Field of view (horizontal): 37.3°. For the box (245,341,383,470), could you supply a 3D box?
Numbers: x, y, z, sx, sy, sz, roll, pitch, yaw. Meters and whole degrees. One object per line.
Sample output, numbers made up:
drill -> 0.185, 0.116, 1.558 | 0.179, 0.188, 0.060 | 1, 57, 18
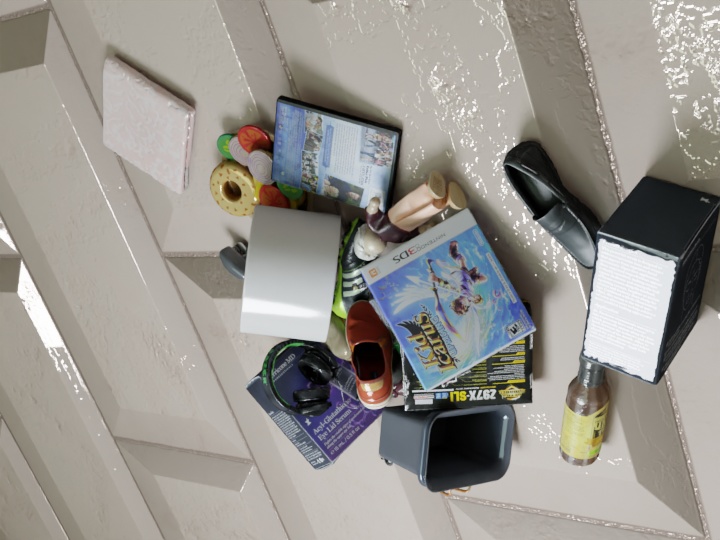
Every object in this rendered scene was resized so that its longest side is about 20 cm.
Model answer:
box -> -0.079, 0.223, 1.870 | 0.200, 0.148, 0.104 | 48, 154, -1

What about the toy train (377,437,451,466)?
toy train -> 0.099, 0.311, 1.883 | 0.199, 0.034, 0.046 | -21, 102, 47

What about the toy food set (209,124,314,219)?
toy food set -> -0.160, -0.146, 1.751 | 0.199, 0.049, 0.199 | 35, 137, 16

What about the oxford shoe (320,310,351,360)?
oxford shoe -> -0.083, 0.089, 1.802 | 0.200, 0.074, 0.071 | 40, 126, 35

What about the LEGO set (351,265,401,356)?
LEGO set -> 0.095, 0.048, 1.655 | 0.153, 0.116, 0.200 | -34, 114, 20

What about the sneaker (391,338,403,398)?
sneaker -> 0.058, 0.170, 1.756 | 0.116, 0.076, 0.200 | 48, 176, -18

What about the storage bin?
storage bin -> 0.129, 0.275, 1.706 | 0.134, 0.199, 0.147 | 11, 99, 48

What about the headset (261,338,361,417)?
headset -> -0.067, 0.185, 1.776 | 0.199, 0.125, 0.094 | 22, 157, -30

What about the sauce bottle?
sauce bottle -> 0.332, 0.200, 1.573 | 0.064, 0.065, 0.201 | 22, 134, 27

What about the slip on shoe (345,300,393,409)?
slip on shoe -> 0.013, 0.118, 1.652 | 0.073, 0.201, 0.061 | -10, 136, 4

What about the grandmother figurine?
grandmother figurine -> 0.058, -0.074, 1.581 | 0.121, 0.061, 0.200 | 32, 136, -23

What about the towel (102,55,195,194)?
towel -> -0.372, -0.253, 1.868 | 0.199, 0.032, 0.192 | 33, 137, 18

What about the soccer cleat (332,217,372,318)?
soccer cleat -> 0.000, 0.000, 1.721 | 0.080, 0.068, 0.201 | 16, 132, 7

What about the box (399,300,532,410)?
box -> 0.158, 0.129, 1.602 | 0.198, 0.049, 0.161 | -4, 122, 3

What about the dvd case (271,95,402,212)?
dvd case -> -0.039, -0.173, 1.608 | 0.199, 0.018, 0.144 | 18, 125, 14

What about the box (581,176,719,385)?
box -> 0.363, 0.012, 1.340 | 0.106, 0.148, 0.201 | 21, 132, 27

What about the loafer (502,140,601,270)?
loafer -> 0.257, -0.078, 1.423 | 0.201, 0.070, 0.068 | 53, 139, -5

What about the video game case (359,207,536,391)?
video game case -> 0.123, 0.042, 1.526 | 0.201, 0.180, 0.045 | 61, 180, 8

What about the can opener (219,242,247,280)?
can opener -> -0.177, 0.038, 1.884 | 0.201, 0.067, 0.053 | 53, 139, 11

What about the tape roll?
tape roll -> -0.111, 0.005, 1.677 | 0.138, 0.204, 0.204 | 6, 133, -5
